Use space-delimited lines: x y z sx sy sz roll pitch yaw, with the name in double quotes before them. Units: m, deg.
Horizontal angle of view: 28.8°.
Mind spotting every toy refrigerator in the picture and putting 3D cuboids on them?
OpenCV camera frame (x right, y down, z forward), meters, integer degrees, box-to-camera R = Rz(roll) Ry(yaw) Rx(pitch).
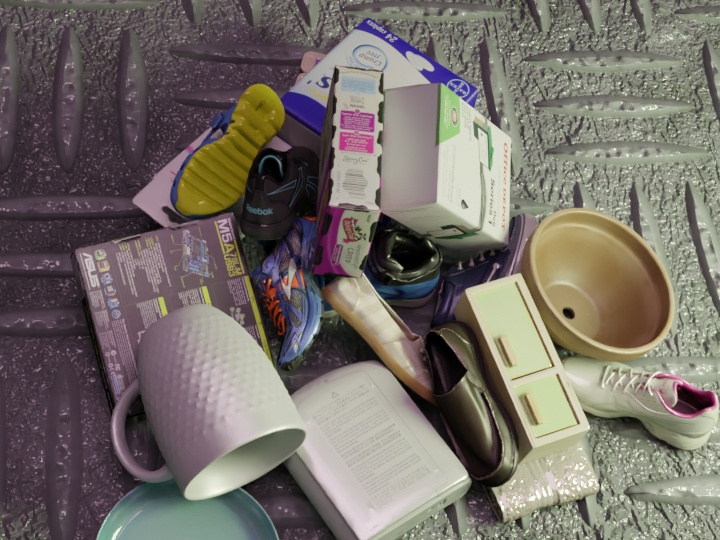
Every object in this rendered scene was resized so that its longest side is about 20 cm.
"toy refrigerator" 0.183 0.110 1.601 0.076 0.070 0.201 -15 69 -17

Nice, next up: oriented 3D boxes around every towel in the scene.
"towel" 0.185 0.186 1.628 0.132 0.035 0.201 -13 61 -17

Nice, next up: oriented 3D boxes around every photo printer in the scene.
"photo printer" 0.002 0.202 1.563 0.166 0.070 0.200 -28 66 -25

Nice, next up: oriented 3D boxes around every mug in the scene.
"mug" -0.181 0.146 1.499 0.200 0.148 0.176 -34 69 11

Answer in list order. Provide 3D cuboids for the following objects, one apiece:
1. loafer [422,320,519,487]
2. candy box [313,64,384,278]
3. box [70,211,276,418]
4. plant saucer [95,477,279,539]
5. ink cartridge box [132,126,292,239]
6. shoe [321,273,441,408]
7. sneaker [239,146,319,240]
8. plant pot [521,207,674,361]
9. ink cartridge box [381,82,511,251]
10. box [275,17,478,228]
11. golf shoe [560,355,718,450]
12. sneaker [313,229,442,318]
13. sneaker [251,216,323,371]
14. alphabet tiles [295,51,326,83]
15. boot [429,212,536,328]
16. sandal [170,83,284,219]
"loafer" 0.112 0.150 1.567 0.071 0.073 0.201 10 52 -52
"candy box" -0.013 -0.112 1.585 0.061 0.137 0.201 6 57 -7
"box" -0.212 0.051 1.598 0.192 0.048 0.201 -15 84 -20
"plant saucer" -0.183 0.312 1.485 0.199 0.027 0.201 4 56 -7
"ink cartridge box" -0.178 -0.097 1.727 0.116 0.068 0.200 36 57 13
"shoe" 0.040 0.078 1.618 0.053 0.070 0.200 -43 97 3
"sneaker" -0.086 -0.109 1.633 0.075 0.080 0.200 6 29 10
"plant pot" 0.271 0.032 1.695 0.200 0.093 0.202 14 53 -19
"ink cartridge box" 0.102 -0.117 1.647 0.084 0.200 0.147 -5 75 30
"box" 0.018 -0.190 1.783 0.184 0.105 0.200 35 60 13
"golf shoe" 0.329 0.139 1.649 0.199 0.092 0.076 20 58 3
"sneaker" 0.000 -0.001 1.670 0.199 0.111 0.077 -1 57 -10
"sneaker" -0.088 0.025 1.602 0.078 0.075 0.201 8 54 -15
"alphabet tiles" 0.006 -0.224 1.873 0.195 0.015 0.201 14 56 -1
"boot" 0.152 0.000 1.718 0.090 0.073 0.201 21 57 -3
"sandal" -0.165 -0.133 1.663 0.080 0.087 0.200 49 52 -19
